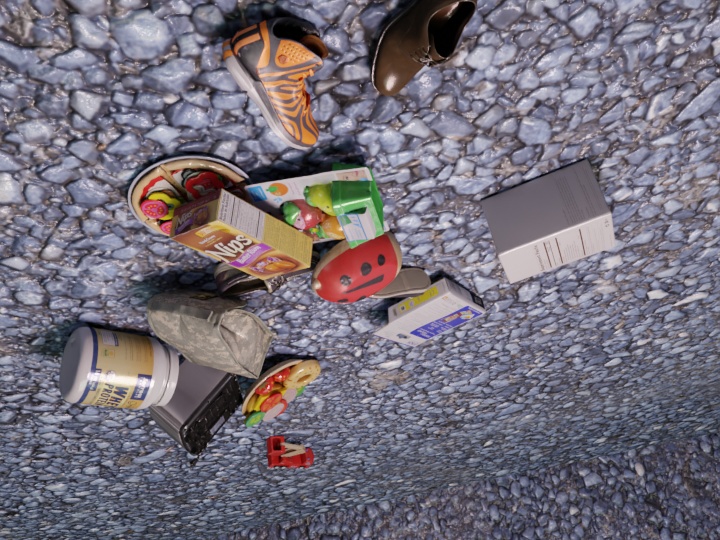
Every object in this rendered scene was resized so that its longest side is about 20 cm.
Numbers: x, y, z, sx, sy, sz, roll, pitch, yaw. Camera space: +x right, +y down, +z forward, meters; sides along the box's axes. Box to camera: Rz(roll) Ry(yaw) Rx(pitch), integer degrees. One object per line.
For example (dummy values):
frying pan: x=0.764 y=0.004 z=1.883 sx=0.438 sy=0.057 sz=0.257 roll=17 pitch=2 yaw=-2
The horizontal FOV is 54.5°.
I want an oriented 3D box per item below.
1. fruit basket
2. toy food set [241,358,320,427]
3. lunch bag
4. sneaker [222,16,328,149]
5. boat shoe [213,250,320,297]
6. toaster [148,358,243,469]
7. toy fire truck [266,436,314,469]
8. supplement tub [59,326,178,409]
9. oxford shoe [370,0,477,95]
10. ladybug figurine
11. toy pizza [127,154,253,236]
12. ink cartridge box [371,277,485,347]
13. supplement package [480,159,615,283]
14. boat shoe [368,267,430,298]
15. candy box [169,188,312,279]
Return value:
fruit basket: x=-0.063 y=-0.091 z=1.125 sx=0.196 sy=0.095 sz=0.186 roll=-12 pitch=149 yaw=7
toy food set: x=-0.193 y=0.285 z=1.645 sx=0.198 sy=0.049 sz=0.199 roll=-11 pitch=141 yaw=-51
lunch bag: x=-0.277 y=0.104 z=1.288 sx=0.161 sy=0.119 sz=0.201 roll=10 pitch=156 yaw=22
sneaker: x=-0.080 y=-0.238 z=0.899 sx=0.111 sy=0.079 sz=0.200 roll=-21 pitch=147 yaw=17
boat shoe: x=-0.167 y=0.010 z=1.271 sx=0.196 sy=0.066 sz=0.072 roll=-9 pitch=148 yaw=-5
toaster: x=-0.364 y=0.302 z=1.551 sx=0.201 sy=0.118 sz=0.182 roll=-50 pitch=161 yaw=-26
toy fire truck: x=-0.214 y=0.555 z=2.128 sx=0.197 sy=0.049 sz=0.141 roll=12 pitch=140 yaw=-34
supplement tub: x=-0.475 y=0.196 z=1.384 sx=0.198 sy=0.146 sz=0.144 roll=14 pitch=140 yaw=-36
oxford shoe: x=0.074 y=-0.284 z=0.876 sx=0.072 sy=0.086 sz=0.200 roll=6 pitch=146 yaw=-29
ladybug figurine: x=0.000 y=0.000 z=1.245 sx=0.198 sy=0.072 sz=0.137 roll=-25 pitch=141 yaw=-31
toy pizza: x=-0.260 y=-0.104 z=1.093 sx=0.196 sy=0.032 sz=0.201 roll=-9 pitch=148 yaw=-6
ink cartridge box: x=0.147 y=0.097 z=1.520 sx=0.198 sy=0.048 sz=0.197 roll=-27 pitch=154 yaw=24
supplement package: x=0.332 y=-0.083 z=1.241 sx=0.197 sy=0.123 sz=0.120 roll=-20 pitch=148 yaw=14
boat shoe: x=0.043 y=0.033 z=1.374 sx=0.197 sy=0.074 sz=0.063 roll=0 pitch=150 yaw=-29
candy box: x=-0.183 y=-0.050 z=1.094 sx=0.115 sy=0.057 sz=0.199 roll=-14 pitch=151 yaw=37
